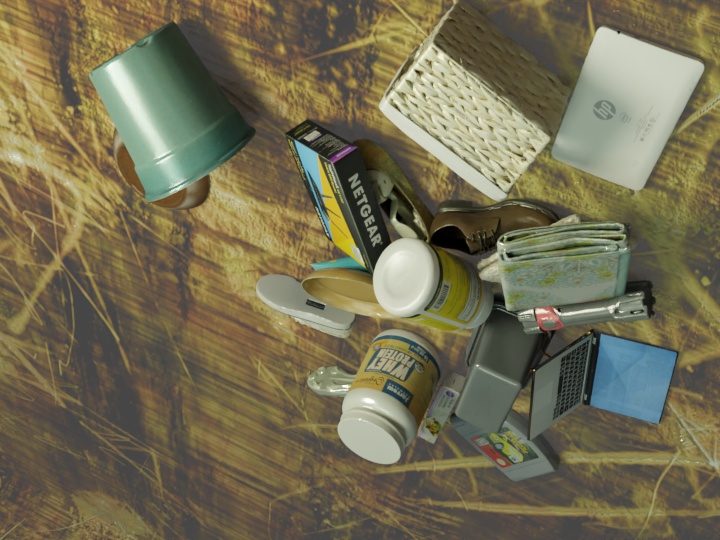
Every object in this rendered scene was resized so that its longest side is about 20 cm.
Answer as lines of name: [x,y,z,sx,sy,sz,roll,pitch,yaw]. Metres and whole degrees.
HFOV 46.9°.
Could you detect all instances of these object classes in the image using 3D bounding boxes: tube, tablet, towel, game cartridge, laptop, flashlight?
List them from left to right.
tube: [0.000,0.000,1.405,0.197,0.051,0.078,-11,130,45]
game cartridge: [0.278,0.322,1.575,0.199,0.041,0.132,42,136,-13]
towel: [0.270,-0.018,1.162,0.130,0.035,0.199,12,152,-35]
towel: [0.269,-0.004,1.100,0.166,0.049,0.201,-6,156,12]
flashlight: [0.332,0.050,1.228,0.196,0.067,0.070,-13,87,36]
laptop: [0.378,0.202,1.319,0.116,0.197,0.190,45,155,39]
tablet: [0.318,-0.192,1.014,0.128,0.014,0.202,23,140,11]

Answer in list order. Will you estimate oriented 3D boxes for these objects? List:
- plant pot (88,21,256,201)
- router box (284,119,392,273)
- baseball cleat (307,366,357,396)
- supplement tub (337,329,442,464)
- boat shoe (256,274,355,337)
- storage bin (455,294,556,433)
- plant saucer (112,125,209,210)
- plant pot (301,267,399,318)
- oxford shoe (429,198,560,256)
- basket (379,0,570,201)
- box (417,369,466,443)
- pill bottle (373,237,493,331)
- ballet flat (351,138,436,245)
plant pot: [-0.286,-0.241,1.228,0.197,0.201,0.199,-10,119,39]
router box: [-0.029,-0.112,1.243,0.149,0.051,0.203,37,155,50]
baseball cleat: [-0.013,0.244,1.654,0.196,0.070,0.108,0,132,34]
supplement tub: [0.052,0.223,1.482,0.141,0.202,0.147,17,140,15]
boat shoe: [-0.102,0.072,1.533,0.195,0.072,0.071,19,141,7]
storage bin: [0.233,0.168,1.358,0.143,0.136,0.202,23,142,9]
plant saucer: [-0.358,-0.177,1.457,0.196,0.037,0.203,19,140,16]
plant pot: [-0.003,0.036,1.405,0.195,0.028,0.201,14,163,4]
oxford shoe: [0.190,-0.052,1.192,0.196,0.085,0.074,-1,131,32]
basket: [0.145,-0.210,1.014,0.198,0.137,0.123,36,138,-7]
box: [0.154,0.263,1.588,0.038,0.042,0.202,24,140,7]
pill bottle: [0.116,0.028,1.246,0.110,0.116,0.198,-7,163,37]
ballet flat: [0.049,-0.106,1.240,0.070,0.071,0.201,-19,120,44]
